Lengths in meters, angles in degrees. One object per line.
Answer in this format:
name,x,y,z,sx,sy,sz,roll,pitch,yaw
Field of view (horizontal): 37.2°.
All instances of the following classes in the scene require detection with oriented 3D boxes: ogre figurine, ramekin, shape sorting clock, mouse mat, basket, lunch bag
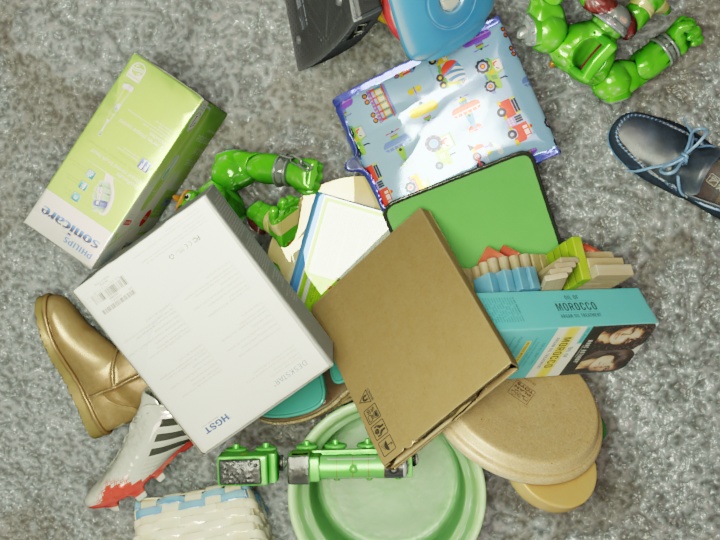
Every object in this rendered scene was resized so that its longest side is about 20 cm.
ogre figurine,-0.129,-0.041,1.098,0.120,0.098,0.200,32,118,27
ramekin,0.028,0.224,1.113,0.200,0.098,0.200,0,92,3
ogre figurine,0.239,-0.249,1.076,0.200,0.098,0.120,28,99,-41
shape sorting clock,0.000,0.000,1.136,0.200,0.039,0.200,0,95,1
mouse mat,0.127,-0.013,1.100,0.161,0.008,0.200,-21,120,5
basket,-0.151,0.326,1.094,0.176,0.139,0.200,-9,60,4
lunch bag,0.077,-0.142,1.092,0.200,0.094,0.151,-25,91,-3

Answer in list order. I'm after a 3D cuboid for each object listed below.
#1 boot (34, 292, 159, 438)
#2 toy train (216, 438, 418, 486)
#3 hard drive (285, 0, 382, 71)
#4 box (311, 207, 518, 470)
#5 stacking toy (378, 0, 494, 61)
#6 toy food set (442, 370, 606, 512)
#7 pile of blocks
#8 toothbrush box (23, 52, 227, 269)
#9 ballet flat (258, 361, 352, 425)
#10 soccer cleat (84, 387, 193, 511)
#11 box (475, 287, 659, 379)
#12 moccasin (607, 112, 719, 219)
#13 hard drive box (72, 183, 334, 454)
boot,-0.222,0.071,1.141,0.200,0.066,0.175,-22,103,4
toy train,-0.044,0.188,1.038,0.200,0.056,0.042,-3,91,4
hard drive,-0.032,-0.280,1.056,0.042,0.200,0.135,-11,91,-18
box,0.045,0.062,1.025,0.163,0.021,0.200,-42,52,20
stacking toy,0.028,-0.291,1.072,0.116,0.200,0.110,-37,130,-19
toy food set,0.154,0.136,1.069,0.200,0.198,0.049,24,131,1
pile of blocks,0.165,-0.004,1.065,0.200,0.082,0.062,-10,71,-5
toothbrush box,-0.234,-0.107,1.092,0.086,0.146,0.200,35,92,1
ballet flat,-0.022,0.118,1.117,0.200,0.065,0.071,-25,55,29
soccer cleat,-0.214,0.168,1.104,0.200,0.069,0.085,-37,102,4
box,0.190,0.064,1.063,0.200,0.082,0.049,-1,48,-25
moccasin,0.353,-0.108,1.101,0.200,0.068,0.081,27,93,2
hard drive box,-0.144,0.046,1.015,0.156,0.077,0.200,-34,101,6
